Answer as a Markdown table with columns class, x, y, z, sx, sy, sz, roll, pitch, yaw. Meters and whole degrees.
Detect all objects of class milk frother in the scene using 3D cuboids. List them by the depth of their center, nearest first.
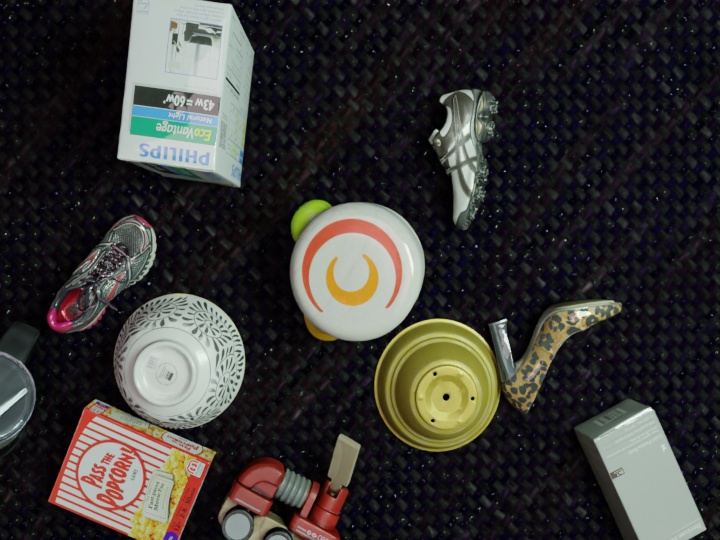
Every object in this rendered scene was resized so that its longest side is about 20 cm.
| class | x | y | z | sx | sy | sz | roll | pitch | yaw |
| --- | --- | --- | --- | --- | --- | --- | --- | --- | --- |
| milk frother | -0.538 | 0.150 | 0.875 | 0.197 | 0.188 | 0.184 | 12 | 64 | -27 |

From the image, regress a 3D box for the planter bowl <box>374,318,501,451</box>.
| class | x | y | z | sx | sy | sz | roll | pitch | yaw |
| --- | --- | --- | --- | --- | --- | --- | --- | --- | --- |
| planter bowl | 0.120 | 0.178 | 0.975 | 0.196 | 0.083 | 0.205 | 0 | 93 | -2 |

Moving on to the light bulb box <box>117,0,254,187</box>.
| class | x | y | z | sx | sy | sz | roll | pitch | yaw |
| --- | --- | --- | --- | --- | --- | --- | --- | --- | --- |
| light bulb box | -0.223 | -0.227 | 0.883 | 0.122 | 0.198 | 0.204 | 7 | 91 | -1 |

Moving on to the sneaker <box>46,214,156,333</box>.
| class | x | y | z | sx | sy | sz | roll | pitch | yaw |
| --- | --- | --- | --- | --- | --- | --- | --- | --- | --- |
| sneaker | -0.367 | 0.011 | 0.950 | 0.080 | 0.075 | 0.201 | 36 | 90 | -4 |

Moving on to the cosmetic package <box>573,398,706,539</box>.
| class | x | y | z | sx | sy | sz | roll | pitch | yaw |
| --- | --- | --- | --- | --- | --- | --- | --- | --- | --- |
| cosmetic package | 0.416 | 0.310 | 0.994 | 0.105 | 0.090 | 0.203 | -27 | 91 | -4 |

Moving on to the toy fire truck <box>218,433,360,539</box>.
| class | x | y | z | sx | sy | sz | roll | pitch | yaw |
| --- | --- | --- | --- | --- | --- | --- | --- | --- | --- |
| toy fire truck | -0.090 | 0.318 | 0.963 | 0.174 | 0.129 | 0.202 | 29 | 80 | -3 |

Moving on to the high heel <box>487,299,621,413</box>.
| class | x | y | z | sx | sy | sz | roll | pitch | yaw |
| --- | --- | --- | --- | --- | --- | --- | --- | --- | --- |
| high heel | 0.299 | 0.125 | 0.983 | 0.196 | 0.071 | 0.145 | -15 | 89 | 13 |

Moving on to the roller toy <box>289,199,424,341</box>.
| class | x | y | z | sx | sy | sz | roll | pitch | yaw |
| --- | --- | --- | --- | --- | --- | --- | --- | --- | --- |
| roller toy | 0.000 | 0.000 | 0.934 | 0.178 | 0.140 | 0.205 | -2 | 95 | 8 |

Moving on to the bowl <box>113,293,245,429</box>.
| class | x | y | z | sx | sy | sz | roll | pitch | yaw |
| --- | --- | --- | --- | --- | --- | --- | --- | --- | --- |
| bowl | -0.269 | 0.139 | 0.951 | 0.196 | 0.094 | 0.205 | 0 | 92 | -3 |

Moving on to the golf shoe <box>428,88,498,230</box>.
| class | x | y | z | sx | sy | sz | roll | pitch | yaw |
| --- | --- | --- | --- | --- | --- | --- | --- | --- | --- |
| golf shoe | 0.143 | -0.163 | 0.974 | 0.093 | 0.078 | 0.204 | 8 | 91 | 15 |

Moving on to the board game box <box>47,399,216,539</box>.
| class | x | y | z | sx | sy | sz | roll | pitch | yaw |
| --- | --- | --- | --- | --- | --- | --- | --- | --- | --- |
| board game box | -0.334 | 0.302 | 0.975 | 0.197 | 0.046 | 0.154 | 23 | 96 | -3 |
